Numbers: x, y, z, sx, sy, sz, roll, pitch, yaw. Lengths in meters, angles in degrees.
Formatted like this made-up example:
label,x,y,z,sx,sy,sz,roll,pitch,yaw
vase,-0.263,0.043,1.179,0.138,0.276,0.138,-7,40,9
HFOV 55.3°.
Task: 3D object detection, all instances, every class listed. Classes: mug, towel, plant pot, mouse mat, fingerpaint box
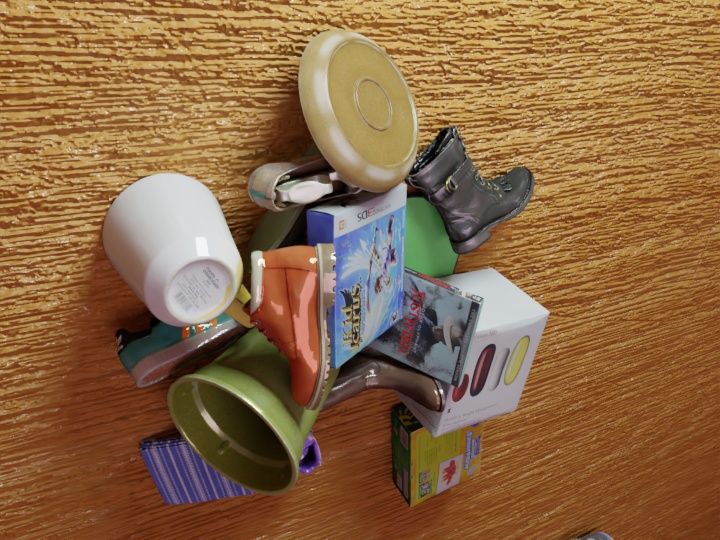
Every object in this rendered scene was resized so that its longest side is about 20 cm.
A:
label,x,y,z,sx,sy,sz,roll,pitch,yaw
mug,-0.192,-0.013,0.803,0.184,0.153,0.152,3,115,-34
towel,-0.212,0.288,1.021,0.196,0.024,0.147,-8,127,0
plant pot,0.009,-0.195,0.821,0.198,0.027,0.204,17,65,-43
mouse mat,0.100,-0.025,1.078,0.159,0.008,0.203,-4,119,-37
fingerpaint box,0.145,0.319,1.284,0.164,0.073,0.203,-19,127,-21
plant pot,-0.122,0.158,0.917,0.185,0.197,0.203,-50,143,-43

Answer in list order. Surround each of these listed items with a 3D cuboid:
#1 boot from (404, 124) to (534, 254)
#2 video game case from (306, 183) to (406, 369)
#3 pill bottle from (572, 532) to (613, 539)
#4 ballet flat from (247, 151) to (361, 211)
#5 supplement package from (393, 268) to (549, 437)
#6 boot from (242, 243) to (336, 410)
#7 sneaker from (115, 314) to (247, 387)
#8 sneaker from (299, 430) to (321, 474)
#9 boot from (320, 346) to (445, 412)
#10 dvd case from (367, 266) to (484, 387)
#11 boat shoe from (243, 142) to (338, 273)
label,x,y,z,sx,sy,sz,roll,pitch,yaw
boot,0.167,-0.140,1.019,0.200,0.069,0.175,-44,122,-18
video game case,0.000,0.000,0.904,0.180,0.045,0.204,-29,125,-52
pill bottle,0.597,0.781,1.843,0.197,0.114,0.116,0,118,-34
ballet flat,-0.037,-0.110,0.826,0.197,0.067,0.069,-22,120,-24
supplement package,0.173,0.130,1.128,0.188,0.147,0.203,-10,124,-33
boot,-0.084,0.068,0.799,0.105,0.075,0.204,-1,105,-10
sneaker,-0.222,0.073,0.892,0.199,0.080,0.072,-25,162,-46
sneaker,-0.118,0.249,1.059,0.080,0.089,0.201,-38,131,-5
boot,0.004,0.183,1.034,0.197,0.186,0.065,-13,116,-28
dvd case,0.074,0.070,1.012,0.022,0.197,0.148,-35,142,-54
boat shoe,-0.077,-0.073,0.895,0.060,0.072,0.203,31,96,-37
